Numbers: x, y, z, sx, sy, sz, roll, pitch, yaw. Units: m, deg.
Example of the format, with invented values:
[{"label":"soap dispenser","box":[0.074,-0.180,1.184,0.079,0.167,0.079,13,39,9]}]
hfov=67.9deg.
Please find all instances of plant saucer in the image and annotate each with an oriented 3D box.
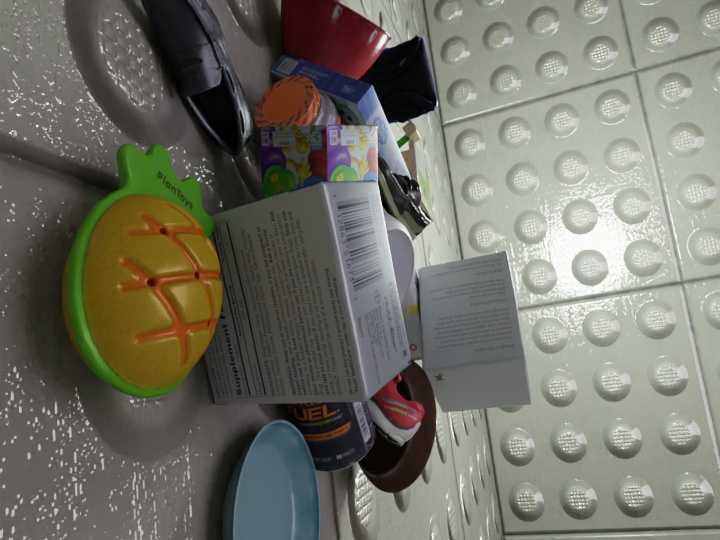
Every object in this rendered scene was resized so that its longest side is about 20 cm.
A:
[{"label":"plant saucer","box":[-0.098,0.273,0.587,0.199,0.035,0.209,-11,91,-72]},{"label":"plant saucer","box":[0.041,0.238,0.844,0.034,0.198,0.208,18,57,-32]}]

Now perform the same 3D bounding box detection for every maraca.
[{"label":"maraca","box":[-0.162,-0.005,0.421,0.138,0.103,0.207,53,32,-53]}]

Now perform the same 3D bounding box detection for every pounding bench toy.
[{"label":"pounding bench toy","box":[0.063,-0.206,1.156,0.124,0.150,0.208,41,42,-60]}]

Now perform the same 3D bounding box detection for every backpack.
[{"label":"backpack","box":[0.066,-0.414,1.216,0.169,0.193,0.168,-75,148,-72]}]

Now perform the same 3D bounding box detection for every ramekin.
[{"label":"ramekin","box":[0.000,0.000,0.792,0.199,0.092,0.210,-28,128,-41]}]

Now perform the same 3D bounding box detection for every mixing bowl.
[{"label":"mixing bowl","box":[-0.056,-0.372,0.877,0.111,0.195,0.200,-65,169,16]}]

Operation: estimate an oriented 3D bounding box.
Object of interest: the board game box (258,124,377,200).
[{"label":"board game box","box":[-0.046,-0.062,0.627,0.102,0.102,0.209,-20,112,-53]}]

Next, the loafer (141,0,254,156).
[{"label":"loafer","box":[-0.170,-0.216,0.572,0.203,0.066,0.072,66,13,-46]}]

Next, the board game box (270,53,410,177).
[{"label":"board game box","box":[-0.028,-0.232,0.854,0.044,0.197,0.200,-49,145,-11]}]

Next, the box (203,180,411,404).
[{"label":"box","box":[-0.067,0.025,0.534,0.104,0.194,0.192,-19,98,-58]}]

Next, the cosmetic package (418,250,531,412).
[{"label":"cosmetic package","box":[0.196,0.110,0.927,0.168,0.161,0.206,61,25,-49]}]

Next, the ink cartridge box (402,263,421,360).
[{"label":"ink cartridge box","box":[0.038,0.056,0.960,0.083,0.140,0.208,-48,126,-68]}]

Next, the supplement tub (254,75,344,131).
[{"label":"supplement tub","box":[-0.068,-0.172,0.784,0.201,0.118,0.127,52,32,-54]}]

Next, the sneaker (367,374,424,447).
[{"label":"sneaker","box":[0.021,0.174,0.806,0.199,0.084,0.078,39,-17,38]}]

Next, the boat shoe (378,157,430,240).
[{"label":"boat shoe","box":[0.063,-0.117,0.832,0.073,0.065,0.202,57,2,33]}]

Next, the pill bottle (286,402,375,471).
[{"label":"pill bottle","box":[-0.052,0.142,0.691,0.107,0.102,0.207,-55,132,-65]}]
